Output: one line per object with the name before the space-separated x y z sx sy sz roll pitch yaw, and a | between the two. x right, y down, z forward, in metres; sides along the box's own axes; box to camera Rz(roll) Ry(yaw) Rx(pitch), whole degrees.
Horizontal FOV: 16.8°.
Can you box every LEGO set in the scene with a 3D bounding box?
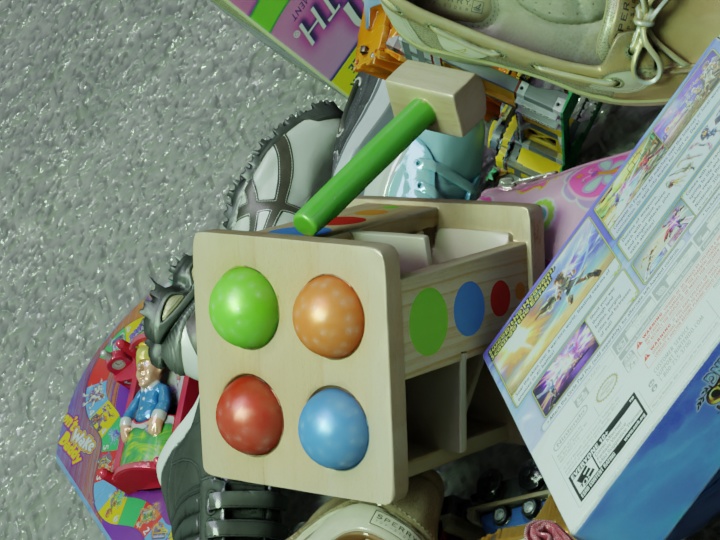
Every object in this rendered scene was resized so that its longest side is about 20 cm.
LEGO set | 0.092 -0.153 1.350 0.115 0.154 0.201 25 87 12

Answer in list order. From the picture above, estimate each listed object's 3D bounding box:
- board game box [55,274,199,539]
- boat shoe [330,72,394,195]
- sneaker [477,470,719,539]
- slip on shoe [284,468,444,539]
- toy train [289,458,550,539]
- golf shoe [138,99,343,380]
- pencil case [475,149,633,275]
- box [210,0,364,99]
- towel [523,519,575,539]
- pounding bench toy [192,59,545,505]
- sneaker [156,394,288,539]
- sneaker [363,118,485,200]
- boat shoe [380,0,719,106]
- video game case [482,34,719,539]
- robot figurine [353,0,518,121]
board game box | -0.133 0.081 1.509 0.158 0.039 0.200 -50 39 6
boat shoe | 0.015 -0.086 1.465 0.066 0.070 0.201 -17 53 56
sneaker | 0.117 0.149 1.180 0.200 0.088 0.075 -37 10 31
slip on shoe | -0.019 0.163 1.293 0.200 0.076 0.061 -50 9 48
toy train | 0.038 0.142 1.303 0.199 0.034 0.046 -20 54 36
golf shoe | -0.047 -0.010 1.478 0.094 0.078 0.201 26 70 20
pencil case | 0.144 -0.029 1.277 0.199 0.087 0.088 -20 50 34
box | -0.033 -0.234 1.507 0.176 0.200 0.097 -54 39 0
towel | 0.119 0.222 1.059 0.023 0.201 0.144 -21 34 -20
pounding bench toy | 0.000 0.000 1.232 0.124 0.155 0.202 5 102 38
sneaker | -0.058 0.097 1.350 0.201 0.070 0.100 117 147 -42
sneaker | 0.041 -0.003 1.377 0.082 0.074 0.202 16 88 47
boat shoe | 0.106 -0.130 1.238 0.199 0.063 0.074 13 88 13
video game case | 0.147 0.010 1.118 0.201 0.045 0.182 -54 22 14
robot figurine | 0.065 -0.198 1.437 0.058 0.144 0.202 -8 67 59
